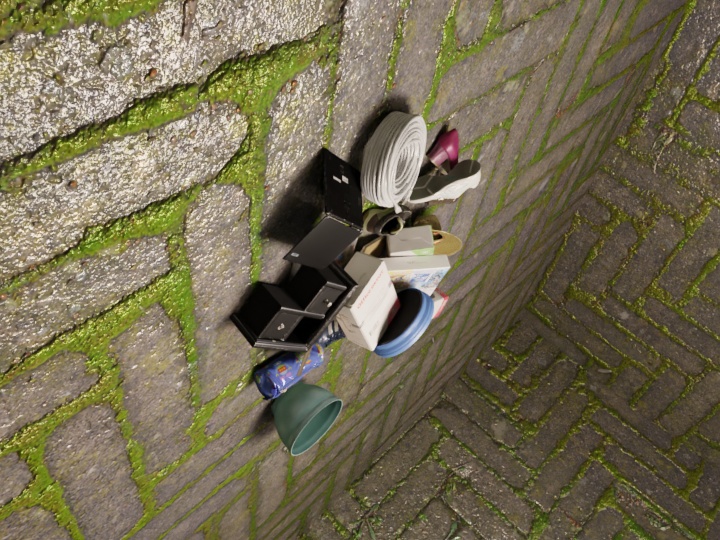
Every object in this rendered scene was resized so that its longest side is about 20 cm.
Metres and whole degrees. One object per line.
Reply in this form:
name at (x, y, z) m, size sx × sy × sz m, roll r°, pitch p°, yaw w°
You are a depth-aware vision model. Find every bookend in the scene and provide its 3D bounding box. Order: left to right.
bookend at (-0.135, 0.066, 1.338) m, size 0.200 × 0.092 × 0.198 m, roll -51°, pitch 152°, yaw 11°

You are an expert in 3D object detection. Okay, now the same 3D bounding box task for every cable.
cable at (0.072, -0.232, 1.319) m, size 0.201 × 0.069 × 0.200 m, roll -67°, pitch 159°, yaw 3°

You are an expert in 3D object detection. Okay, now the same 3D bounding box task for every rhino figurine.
rhino figurine at (0.210, -0.208, 1.670) m, size 0.199 × 0.060 × 0.088 m, roll -15°, pitch 147°, yaw -51°

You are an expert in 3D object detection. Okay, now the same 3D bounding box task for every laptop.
laptop at (-0.072, -0.115, 1.257) m, size 0.177 × 0.102 × 0.202 m, roll 16°, pitch 70°, yaw -67°

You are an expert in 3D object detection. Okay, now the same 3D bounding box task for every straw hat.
straw hat at (0.182, -0.108, 1.724) m, size 0.201 × 0.199 × 0.086 m, roll 61°, pitch 27°, yaw -66°

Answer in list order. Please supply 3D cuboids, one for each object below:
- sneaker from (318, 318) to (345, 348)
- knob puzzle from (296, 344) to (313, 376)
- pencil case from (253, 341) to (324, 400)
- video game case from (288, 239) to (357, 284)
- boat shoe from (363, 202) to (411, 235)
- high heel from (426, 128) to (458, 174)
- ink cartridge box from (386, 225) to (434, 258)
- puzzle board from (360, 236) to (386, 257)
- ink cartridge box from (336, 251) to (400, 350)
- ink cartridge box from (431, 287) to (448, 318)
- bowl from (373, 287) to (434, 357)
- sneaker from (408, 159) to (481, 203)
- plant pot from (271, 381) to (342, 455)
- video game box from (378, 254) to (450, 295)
sneaker at (-0.051, 0.159, 1.697) m, size 0.200 × 0.084 × 0.075 m, roll -49°, pitch 158°, yaw -4°
knob puzzle at (-0.122, 0.157, 1.513) m, size 0.220 × 0.030 × 0.221 m, roll -158°, pitch -90°, yaw -87°
pencil case at (-0.175, 0.247, 1.591) m, size 0.200 × 0.087 × 0.078 m, roll -30°, pitch 146°, yaw -44°
video game case at (-0.091, 0.002, 1.461) m, size 0.200 × 0.023 × 0.183 m, roll -32°, pitch 151°, yaw -40°
boat shoe at (0.074, -0.117, 1.539) m, size 0.200 × 0.066 × 0.072 m, roll -16°, pitch 139°, yaw -55°
high heel at (0.244, -0.288, 1.596) m, size 0.096 × 0.068 × 0.200 m, roll -46°, pitch 157°, yaw 16°
ink cartridge box at (0.128, -0.042, 1.664) m, size 0.116 × 0.068 × 0.200 m, roll -8°, pitch 159°, yaw -1°
puzzle board at (0.000, 0.000, 1.614) m, size 0.151 × 0.017 × 0.201 m, roll -35°, pitch 155°, yaw -59°
ink cartridge box at (0.011, 0.073, 1.507) m, size 0.147 × 0.082 × 0.200 m, roll -55°, pitch 147°, yaw -23°
ink cartridge box at (0.156, 0.083, 1.898) m, size 0.200 × 0.145 × 0.085 m, roll -14°, pitch 137°, yaw -57°
bowl at (0.096, 0.126, 1.591) m, size 0.200 × 0.039 × 0.201 m, roll -37°, pitch -156°, yaw 20°
sneaker at (0.208, -0.203, 1.569) m, size 0.199 × 0.071 × 0.080 m, roll -19°, pitch 148°, yaw 4°
plant pot at (-0.166, 0.398, 1.776) m, size 0.200 × 0.134 × 0.201 m, roll -41°, pitch 155°, yaw -24°
video game box at (0.110, 0.025, 1.648) m, size 0.198 × 0.047 × 0.182 m, roll -4°, pitch 154°, yaw -18°
